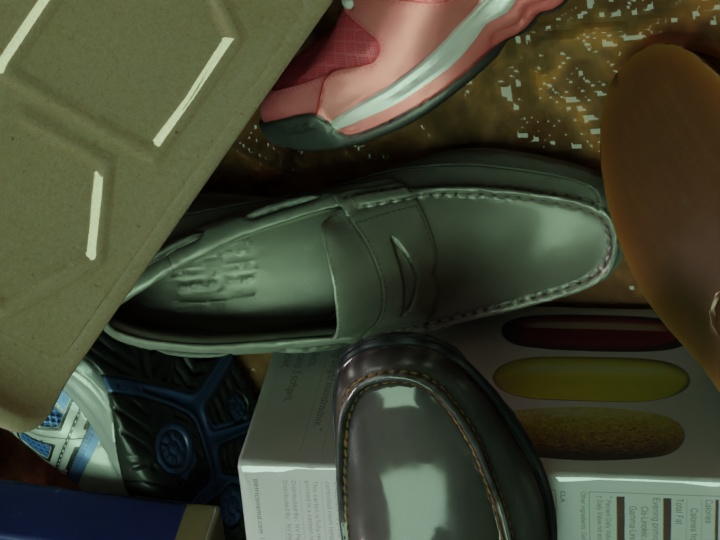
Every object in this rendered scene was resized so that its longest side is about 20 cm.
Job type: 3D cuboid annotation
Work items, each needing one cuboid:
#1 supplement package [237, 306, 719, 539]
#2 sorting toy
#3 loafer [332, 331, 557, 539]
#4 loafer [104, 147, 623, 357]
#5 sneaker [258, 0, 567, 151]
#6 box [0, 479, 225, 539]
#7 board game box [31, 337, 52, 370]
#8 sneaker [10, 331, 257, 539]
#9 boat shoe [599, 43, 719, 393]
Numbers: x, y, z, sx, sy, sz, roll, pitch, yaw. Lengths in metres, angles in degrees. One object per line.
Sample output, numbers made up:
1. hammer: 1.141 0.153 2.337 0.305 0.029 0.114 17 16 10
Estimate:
1. supplement package: 0.065 0.086 0.887 0.199 0.114 0.110 1 123 9
2. sorting toy: -0.125 -0.067 0.742 0.185 0.036 0.200 29 97 -32
3. loafer: 0.032 0.115 0.799 0.073 0.072 0.200 -9 118 17
4. loafer: 0.000 0.000 0.863 0.199 0.070 0.070 -8 116 6
5. sneaker: 0.034 -0.119 0.799 0.200 0.074 0.087 -35 100 21
6. box: -0.149 0.128 0.938 0.199 0.032 0.121 7 138 12
7. board game box: -0.165 -0.078 0.817 0.200 0.064 0.148 29 88 -9
8. sneaker: -0.108 0.042 0.929 0.077 0.076 0.200 -17 116 42
9. boat shoe: 0.147 0.012 0.806 0.070 0.200 0.070 3 147 -44
